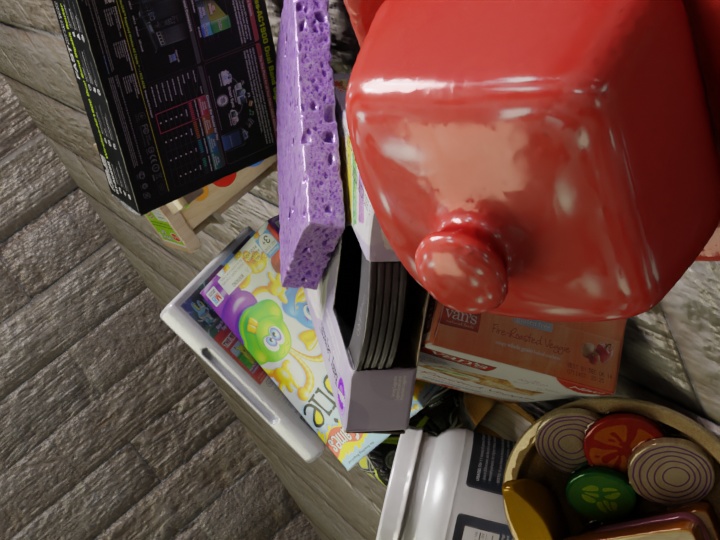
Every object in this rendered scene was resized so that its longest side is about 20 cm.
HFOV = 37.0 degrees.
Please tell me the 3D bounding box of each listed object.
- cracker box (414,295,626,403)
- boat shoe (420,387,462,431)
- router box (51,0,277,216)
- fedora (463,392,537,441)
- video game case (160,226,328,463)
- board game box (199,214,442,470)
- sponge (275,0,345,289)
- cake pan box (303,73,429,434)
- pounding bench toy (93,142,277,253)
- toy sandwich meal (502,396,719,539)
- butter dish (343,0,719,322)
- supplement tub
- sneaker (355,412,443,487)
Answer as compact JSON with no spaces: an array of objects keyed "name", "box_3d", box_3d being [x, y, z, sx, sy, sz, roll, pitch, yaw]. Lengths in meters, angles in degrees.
[{"name":"cracker box","box_3d":[0.089,0.054,0.787,0.132,0.059,0.200,15,168,-10]},{"name":"boat shoe","box_3d":[0.078,0.142,1.109,0.200,0.071,0.072,75,170,-78]},{"name":"router box","box_3d":[-0.143,-0.165,0.832,0.062,0.149,0.202,30,138,49]},{"name":"fedora","box_3d":[0.149,0.205,1.027,0.201,0.082,0.201,47,164,17]},{"name":"video game case","box_3d":[-0.078,0.061,0.996,0.182,0.023,0.200,45,-154,-5]},{"name":"board game box","box_3d":[-0.024,0.051,0.943,0.200,0.105,0.103,49,-151,4]},{"name":"sponge","box_3d":[-0.039,-0.099,0.764,0.112,0.029,0.203,116,153,-65]},{"name":"cake pan box","box_3d":[0.004,-0.015,0.746,0.201,0.051,0.187,-110,22,-57]},{"name":"pounding bench toy","box_3d":[-0.138,-0.114,1.003,0.125,0.155,0.200,55,166,-16]},{"name":"toy sandwich meal","box_3d":[0.182,0.187,0.742,0.202,0.070,0.208,10,116,22]},{"name":"butter dish","box_3d":[0.071,-0.044,0.502,0.198,0.149,0.201,5,138,35]},{"name":"supplement tub","box_3d":[0.117,0.211,0.887,0.197,0.142,0.141,13,157,5]},{"name":"sneaker","box_3d":[0.029,0.172,1.054,0.199,0.075,0.077,36,160,34]}]
